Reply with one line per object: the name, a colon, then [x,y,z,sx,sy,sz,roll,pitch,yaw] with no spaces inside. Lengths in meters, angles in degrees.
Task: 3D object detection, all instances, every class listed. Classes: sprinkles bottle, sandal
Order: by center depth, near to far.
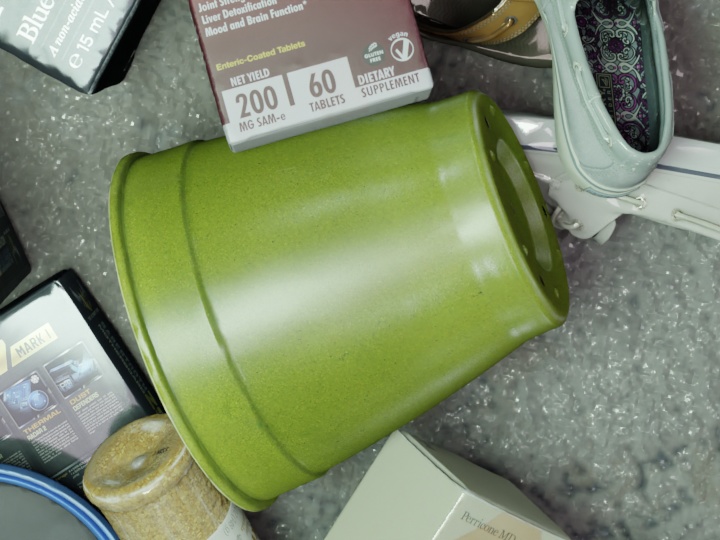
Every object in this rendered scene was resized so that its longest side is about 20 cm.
sandal: [0.061,-0.160,1.512,0.199,0.055,0.082,15,99,-5]
sprinkles bottle: [-0.078,0.171,1.519,0.068,0.068,0.200,-27,122,5]

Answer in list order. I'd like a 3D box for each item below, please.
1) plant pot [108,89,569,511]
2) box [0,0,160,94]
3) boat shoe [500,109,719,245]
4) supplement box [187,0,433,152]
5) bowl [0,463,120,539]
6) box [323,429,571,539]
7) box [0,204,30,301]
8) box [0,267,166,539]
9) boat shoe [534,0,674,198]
plant pot: [0.000,0.000,1.450,0.192,0.200,0.201,-20,97,14]
box: [-0.177,-0.227,1.484,0.199,0.117,0.197,29,98,-1]
boat shoe: [0.130,-0.047,1.522,0.199,0.072,0.066,9,93,-7]
supplement box: [-0.041,-0.170,1.386,0.108,0.061,0.201,-16,88,-1]
bowl: [-0.211,0.200,1.531,0.199,0.039,0.202,0,100,2]
box: [0.014,0.196,1.484,0.095,0.078,0.201,26,99,-37]
box: [-0.236,-0.049,1.460,0.051,0.200,0.158,-24,97,3]
box: [-0.205,0.117,1.563,0.200,0.051,0.158,-33,96,6]
boat shoe: [0.131,-0.142,1.461,0.070,0.071,0.202,-3,76,-22]
